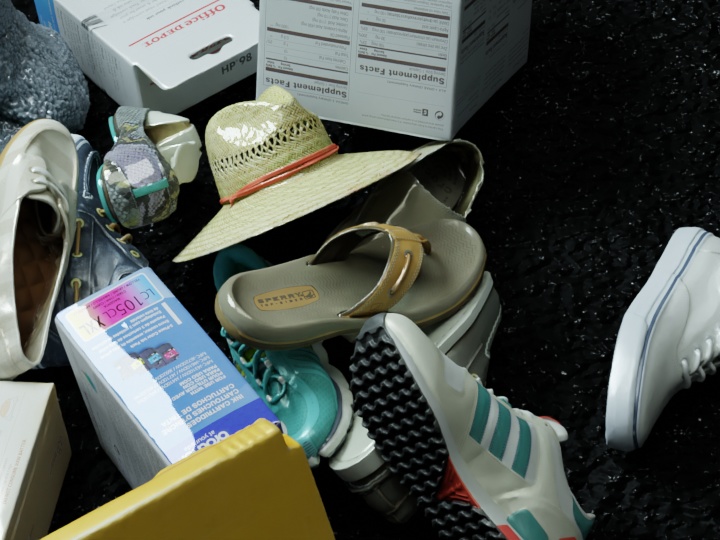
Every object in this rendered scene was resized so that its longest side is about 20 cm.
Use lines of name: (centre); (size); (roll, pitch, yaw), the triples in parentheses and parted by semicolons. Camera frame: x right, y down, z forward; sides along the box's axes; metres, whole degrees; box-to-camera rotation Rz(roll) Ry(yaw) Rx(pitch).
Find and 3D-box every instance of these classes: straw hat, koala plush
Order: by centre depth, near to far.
straw hat: (-0.063, -0.080, 1.484); (0.200, 0.086, 0.201); (-23, 5, 2)
koala plush: (-0.303, -0.183, 1.610); (0.182, 0.201, 0.178); (-2, 44, 3)

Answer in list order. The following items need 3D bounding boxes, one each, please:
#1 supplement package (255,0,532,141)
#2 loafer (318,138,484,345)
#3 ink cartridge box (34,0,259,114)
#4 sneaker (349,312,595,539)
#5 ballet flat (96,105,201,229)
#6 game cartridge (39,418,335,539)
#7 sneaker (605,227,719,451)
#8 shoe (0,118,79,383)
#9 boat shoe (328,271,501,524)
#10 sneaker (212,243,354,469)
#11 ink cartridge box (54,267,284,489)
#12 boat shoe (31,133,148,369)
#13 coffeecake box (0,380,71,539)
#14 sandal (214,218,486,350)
supplement package: (0.029, -0.190, 1.605); (0.154, 0.112, 0.200); (11, 25, 17)
loafer: (0.029, -0.030, 1.498); (0.075, 0.068, 0.201); (38, 47, -11)
ink cartridge box: (-0.159, -0.187, 1.695); (0.115, 0.067, 0.200); (-30, 49, -23)
sneaker: (0.073, 0.103, 1.322); (0.093, 0.070, 0.201); (-36, 95, -37)
ballet flat: (-0.147, -0.079, 1.547); (0.071, 0.073, 0.200); (-6, 18, -1)
game cartridge: (-0.100, 0.200, 1.222); (0.199, 0.178, 0.032); (-28, 25, -22)
sneaker: (0.216, 0.043, 1.419); (0.070, 0.073, 0.201); (12, 46, 21)
shoe: (-0.217, -0.015, 1.436); (0.053, 0.070, 0.202); (-17, 52, 41)
boat shoe: (0.046, 0.080, 1.408); (0.072, 0.060, 0.202); (-23, 24, 43)
sneaker: (-0.062, 0.059, 1.412); (0.077, 0.080, 0.201); (-34, 38, 10)
ink cartridge box: (-0.100, 0.113, 1.333); (0.076, 0.137, 0.200); (-29, 49, -15)
boat shoe: (-0.186, -0.013, 1.524); (0.090, 0.071, 0.201); (1, 52, 6)
coffeecake box: (-0.301, 0.145, 1.365); (0.198, 0.073, 0.154); (3, 45, 8)
sandal: (0.000, 0.000, 1.392); (0.199, 0.054, 0.080); (-12, 46, -28)
